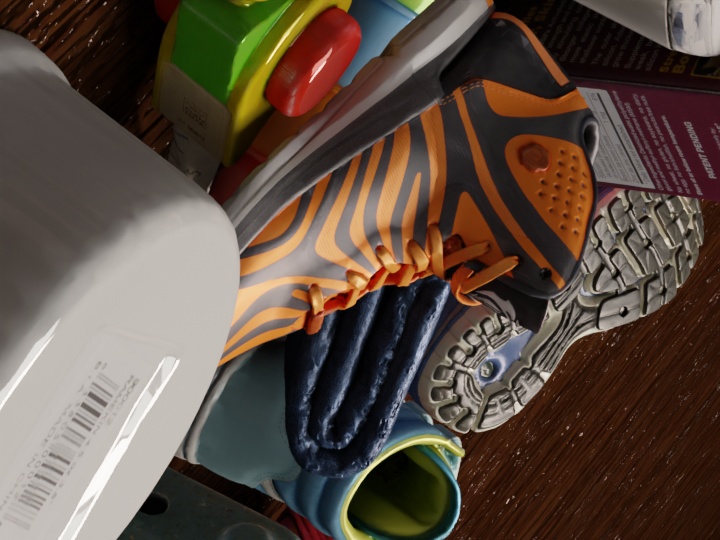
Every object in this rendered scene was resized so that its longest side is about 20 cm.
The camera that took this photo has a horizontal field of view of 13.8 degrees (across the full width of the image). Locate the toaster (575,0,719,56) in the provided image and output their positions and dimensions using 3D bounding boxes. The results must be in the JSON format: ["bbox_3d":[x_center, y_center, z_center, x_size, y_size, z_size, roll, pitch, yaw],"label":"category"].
[{"bbox_3d":[0.127,-0.179,1.237,0.200,0.129,0.114,-54,162,-13],"label":"toaster"}]

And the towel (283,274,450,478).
[{"bbox_3d":[0.000,0.000,1.219,0.200,0.048,0.112,-88,-162,-69],"label":"towel"}]

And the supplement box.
[{"bbox_3d":[0.169,-0.096,1.305,0.110,0.200,0.086,-62,142,-26],"label":"supplement box"}]

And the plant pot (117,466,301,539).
[{"bbox_3d":[-0.102,0.178,1.126,0.196,0.196,0.200,-43,150,-41],"label":"plant pot"}]

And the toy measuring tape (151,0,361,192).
[{"bbox_3d":[-0.040,-0.073,1.069,0.074,0.074,0.200,-51,171,-23],"label":"toy measuring tape"}]

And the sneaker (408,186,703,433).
[{"bbox_3d":[0.091,-0.001,1.522,0.200,0.089,0.079,-34,125,-21],"label":"sneaker"}]

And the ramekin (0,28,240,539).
[{"bbox_3d":[-0.126,0.032,0.943,0.201,0.098,0.201,-51,161,-24],"label":"ramekin"}]

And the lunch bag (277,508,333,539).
[{"bbox_3d":[-0.030,0.189,1.402,0.176,0.082,0.200,-58,-173,1],"label":"lunch bag"}]

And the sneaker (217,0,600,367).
[{"bbox_3d":[0.012,-0.005,1.062,0.200,0.112,0.078,-45,179,-13],"label":"sneaker"}]

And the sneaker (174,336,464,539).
[{"bbox_3d":[0.002,0.072,1.322,0.200,0.130,0.080,-21,138,-64],"label":"sneaker"}]

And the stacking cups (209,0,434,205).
[{"bbox_3d":[-0.002,-0.093,1.166,0.200,0.060,0.060,-55,164,8],"label":"stacking cups"}]
